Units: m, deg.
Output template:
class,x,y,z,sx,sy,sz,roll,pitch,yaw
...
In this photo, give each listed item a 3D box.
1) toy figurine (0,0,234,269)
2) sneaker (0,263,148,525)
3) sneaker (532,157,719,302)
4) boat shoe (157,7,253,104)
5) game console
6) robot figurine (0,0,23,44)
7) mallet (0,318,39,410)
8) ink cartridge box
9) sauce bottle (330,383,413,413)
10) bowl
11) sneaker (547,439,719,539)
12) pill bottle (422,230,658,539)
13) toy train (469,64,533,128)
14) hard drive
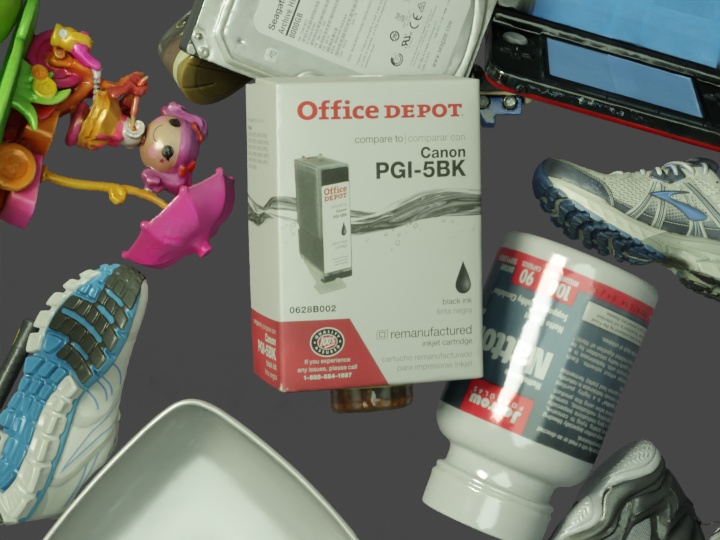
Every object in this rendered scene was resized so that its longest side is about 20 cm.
class,x,y,z,sx,sy,sz,roll,pitch,yaw
toy figurine,-0.175,-0.082,1.191,0.182,0.150,0.202,19,64,-16
sneaker,-0.197,0.089,1.191,0.075,0.086,0.201,34,98,36
sneaker,0.219,-0.046,1.225,0.198,0.077,0.086,23,78,-10
boat shoe,-0.060,-0.200,1.207,0.199,0.074,0.065,-35,55,-14
game console,0.197,-0.184,1.200,0.198,0.173,0.120,15,115,-2
robot figurine,-0.303,-0.225,1.144,0.115,0.175,0.202,-29,113,-18
mallet,-0.280,0.129,1.212,0.041,0.066,0.202,26,73,0
ink cartridge box,0.003,-0.028,1.123,0.145,0.083,0.203,-3,97,-16
sauce bottle,0.000,0.000,1.210,0.065,0.066,0.203,-6,89,-3
bowl,-0.113,0.213,1.196,0.200,0.075,0.200,43,88,-1
sneaker,0.175,0.228,1.208,0.114,0.075,0.200,42,85,1
pill bottle,0.121,0.086,1.186,0.118,0.120,0.202,21,88,-2
toy train,0.034,-0.126,1.228,0.197,0.034,0.046,-2,93,-3
hard drive,-0.010,-0.181,1.162,0.198,0.038,0.141,20,95,-18
